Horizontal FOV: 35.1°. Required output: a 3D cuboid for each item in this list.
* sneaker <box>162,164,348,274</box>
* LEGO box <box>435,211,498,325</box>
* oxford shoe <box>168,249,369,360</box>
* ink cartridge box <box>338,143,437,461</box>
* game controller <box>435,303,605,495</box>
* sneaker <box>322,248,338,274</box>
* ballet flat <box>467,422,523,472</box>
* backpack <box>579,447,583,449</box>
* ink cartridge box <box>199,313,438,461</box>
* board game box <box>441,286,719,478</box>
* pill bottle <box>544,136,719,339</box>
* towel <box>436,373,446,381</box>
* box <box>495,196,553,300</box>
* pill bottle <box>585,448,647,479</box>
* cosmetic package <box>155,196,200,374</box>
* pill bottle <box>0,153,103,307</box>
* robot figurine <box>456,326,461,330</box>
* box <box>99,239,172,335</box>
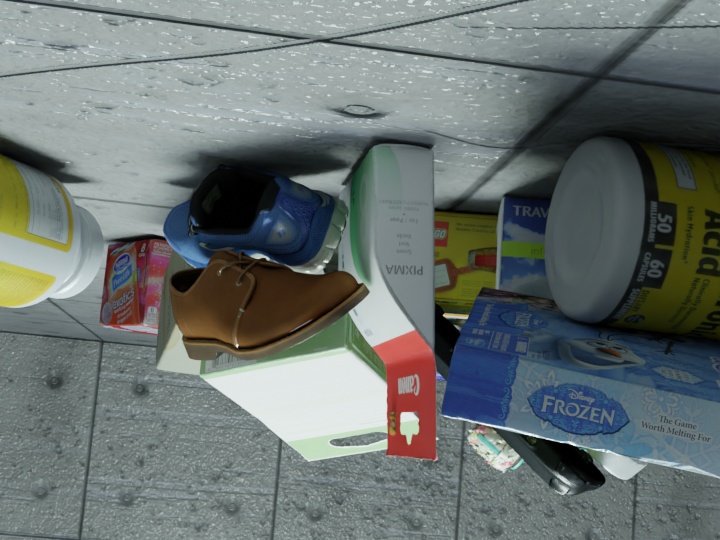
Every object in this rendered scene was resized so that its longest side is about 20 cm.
[{"bbox_3d":[-0.097,-0.046,0.867,0.089,0.080,0.198,33,158,-34],"label":"sneaker"},{"bbox_3d":[0.128,0.005,0.998,0.196,0.079,0.149,5,171,5],"label":"LEGO box"},{"bbox_3d":[-0.076,0.018,0.806,0.198,0.072,0.071,-9,-159,45],"label":"oxford shoe"},{"bbox_3d":[0.015,0.029,0.802,0.049,0.204,0.161,3,172,-9],"label":"ink cartridge box"},{"bbox_3d":[0.116,0.100,0.910,0.200,0.042,0.104,46,-165,22],"label":"game controller"},{"bbox_3d":[0.000,0.000,1.040,0.075,0.082,0.200,4,171,15],"label":"sneaker"},{"bbox_3d":[0.138,0.127,1.142,0.063,0.076,0.200,31,-162,-5],"label":"ballet flat"},{"bbox_3d":[0.239,0.121,1.289,0.173,0.156,0.199,2,-170,-25],"label":"backpack"},{"bbox_3d":[-0.031,0.104,1.010,0.143,0.049,0.200,-13,147,23],"label":"ink cartridge box"},{"bbox_3d":[0.155,0.062,0.666,0.195,0.044,0.200,12,-170,8],"label":"board game box"},{"bbox_3d":[0.223,-0.014,0.700,0.196,0.114,0.111,6,172,-14],"label":"pill bottle"},{"bbox_3d":[0.005,0.071,1.086,0.196,0.051,0.148,7,176,8],"label":"towel"},{"bbox_3d":[0.158,0.021,0.832,0.119,0.202,0.048,5,142,4],"label":"box"},{"bbox_3d":[0.251,0.065,0.877,0.200,0.113,0.111,-46,148,20],"label":"pill bottle"},{"bbox_3d":[-0.138,0.020,1.042,0.072,0.105,0.200,8,157,-15],"label":"cosmetic package"},{"bbox_3d":[-0.288,-0.033,0.881,0.110,0.114,0.200,2,170,22],"label":"pill bottle"},{"bbox_3d":[0.076,0.062,1.289,0.171,0.113,0.199,54,152,-19],"label":"robot figurine"},{"bbox_3d":[-0.184,0.029,1.293,0.198,0.097,0.099,12,170,-41],"label":"box"}]
